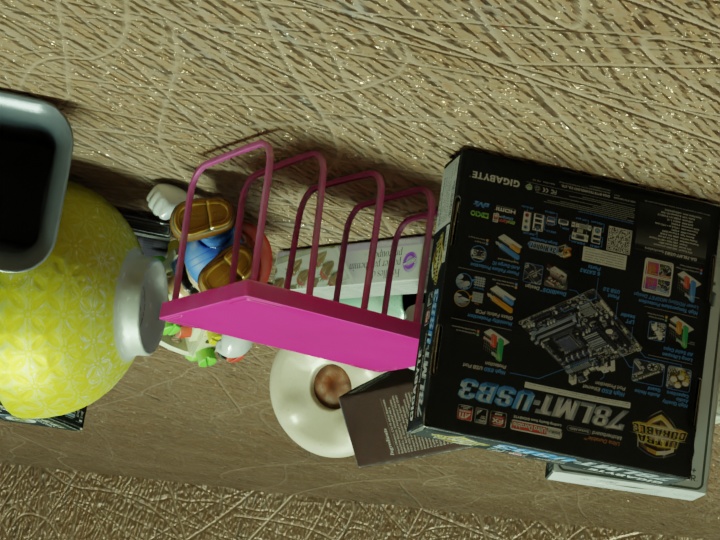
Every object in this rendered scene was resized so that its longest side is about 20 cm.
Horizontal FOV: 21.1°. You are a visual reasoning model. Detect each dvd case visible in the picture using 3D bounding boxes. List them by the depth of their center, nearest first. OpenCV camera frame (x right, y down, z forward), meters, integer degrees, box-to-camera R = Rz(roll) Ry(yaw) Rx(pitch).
[{"bbox_3d":[-0.248,-0.032,1.772,0.148,0.016,0.200,12,168,-5],"label":"dvd case"}]

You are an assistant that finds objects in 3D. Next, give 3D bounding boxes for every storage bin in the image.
[{"bbox_3d":[-0.314,-0.062,1.433,0.199,0.147,0.134,10,178,-4],"label":"storage bin"}]

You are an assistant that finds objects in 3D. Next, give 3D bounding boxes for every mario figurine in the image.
[{"bbox_3d":[-0.130,0.002,1.585,0.105,0.124,0.200,10,172,0],"label":"mario figurine"}]

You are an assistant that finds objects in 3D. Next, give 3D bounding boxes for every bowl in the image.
[{"bbox_3d":[-0.219,0.025,1.581,0.107,0.202,0.200,5,167,12],"label":"bowl"}]

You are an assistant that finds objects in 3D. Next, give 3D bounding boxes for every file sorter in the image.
[{"bbox_3d":[-0.024,-0.010,1.446,0.199,0.126,0.139,15,165,-29],"label":"file sorter"}]

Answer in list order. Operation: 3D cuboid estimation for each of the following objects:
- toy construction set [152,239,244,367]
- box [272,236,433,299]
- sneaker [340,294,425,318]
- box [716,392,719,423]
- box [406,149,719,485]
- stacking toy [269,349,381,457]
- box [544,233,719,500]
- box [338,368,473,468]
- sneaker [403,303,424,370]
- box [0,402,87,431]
[{"bbox_3d":[-0.161,0.038,1.775,0.130,0.093,0.200,-6,166,-24],"label":"toy construction set"},{"bbox_3d":[0.000,0.000,1.675,0.041,0.039,0.199,17,166,-38],"label":"box"},{"bbox_3d":[0.068,0.055,1.793,0.118,0.074,0.200,-3,163,43],"label":"sneaker"},{"bbox_3d":[0.250,0.102,1.712,0.094,0.078,0.200,9,166,-14],"label":"box"},{"bbox_3d":[0.143,0.034,1.343,0.199,0.200,0.050,11,167,-11],"label":"box"},{"bbox_3d":[0.006,0.118,2.072,0.145,0.147,0.200,3,-177,25],"label":"stacking toy"},{"bbox_3d":[0.205,0.060,1.417,0.116,0.201,0.060,7,169,2],"label":"box"},{"bbox_3d":[0.092,0.115,1.711,0.199,0.075,0.100,-16,-176,33],"label":"box"},{"bbox_3d":[0.097,0.052,1.649,0.081,0.075,0.200,1,-169,16],"label":"sneaker"},{"bbox_3d":[-0.318,0.044,1.752,0.086,0.165,0.200,5,168,22],"label":"box"}]
